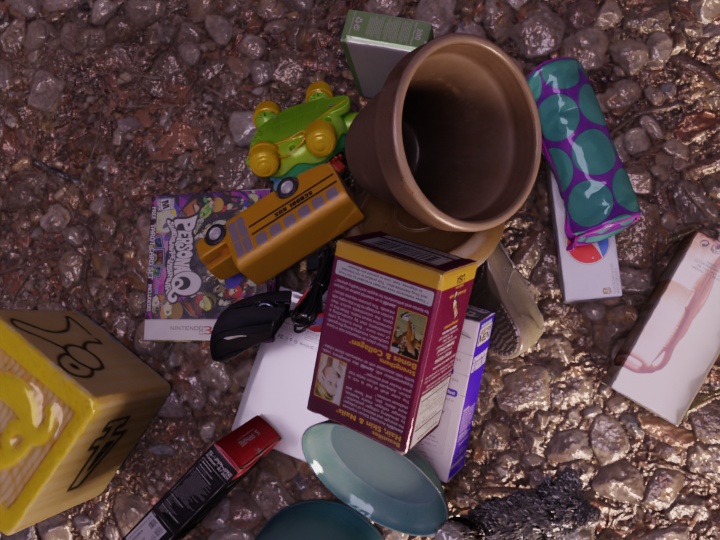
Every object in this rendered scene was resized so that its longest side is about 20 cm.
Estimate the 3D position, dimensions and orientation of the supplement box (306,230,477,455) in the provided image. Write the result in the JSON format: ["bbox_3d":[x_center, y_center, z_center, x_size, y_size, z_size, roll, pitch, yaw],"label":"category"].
[{"bbox_3d":[0.034,0.073,0.809,0.130,0.103,0.202,19,106,26],"label":"supplement box"}]

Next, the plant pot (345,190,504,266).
[{"bbox_3d":[0.075,-0.067,0.903,0.198,0.028,0.201,-8,52,10],"label":"plant pot"}]

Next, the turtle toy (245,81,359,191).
[{"bbox_3d":[-0.053,-0.163,0.943,0.198,0.101,0.146,-17,38,11],"label":"turtle toy"}]

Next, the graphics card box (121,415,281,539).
[{"bbox_3d":[-0.198,0.274,0.922,0.051,0.125,0.200,44,106,8],"label":"graphics card box"}]

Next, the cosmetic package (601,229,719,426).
[{"bbox_3d":[0.365,0.066,0.850,0.087,0.103,0.201,29,90,14],"label":"cosmetic package"}]

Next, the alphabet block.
[{"bbox_3d":[-0.400,0.178,0.946,0.195,0.200,0.197,34,93,12],"label":"alphabet block"}]

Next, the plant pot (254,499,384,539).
[{"bbox_3d":[-0.069,0.393,0.867,0.198,0.188,0.202,0,88,11],"label":"plant pot"}]

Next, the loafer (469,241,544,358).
[{"bbox_3d":[0.162,0.013,0.913,0.076,0.068,0.201,-41,60,44],"label":"loafer"}]

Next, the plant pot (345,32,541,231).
[{"bbox_3d":[0.070,-0.142,0.825,0.199,0.174,0.202,-2,93,-33],"label":"plant pot"}]

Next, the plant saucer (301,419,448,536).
[{"bbox_3d":[0.021,0.240,0.888,0.199,0.201,0.036,28,51,12],"label":"plant saucer"}]

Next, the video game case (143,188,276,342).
[{"bbox_3d":[-0.199,-0.005,0.991,0.180,0.036,0.202,-1,82,16],"label":"video game case"}]

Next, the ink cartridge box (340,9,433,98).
[{"bbox_3d":[0.084,-0.244,0.905,0.198,0.146,0.048,13,79,12],"label":"ink cartridge box"}]

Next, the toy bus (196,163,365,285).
[{"bbox_3d":[-0.099,-0.049,0.907,0.199,0.065,0.079,-32,57,7],"label":"toy bus"}]

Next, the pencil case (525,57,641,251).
[{"bbox_3d":[0.239,-0.130,0.834,0.092,0.085,0.201,-20,81,-6],"label":"pencil case"}]

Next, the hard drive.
[{"bbox_3d":[-0.076,0.137,0.972,0.131,0.026,0.202,19,90,12],"label":"hard drive"}]

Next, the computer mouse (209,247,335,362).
[{"bbox_3d":[-0.109,0.032,0.892,0.199,0.141,0.046,-23,119,41],"label":"computer mouse"}]

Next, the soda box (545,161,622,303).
[{"bbox_3d":[0.267,-0.063,0.898,0.067,0.064,0.202,-6,84,11],"label":"soda box"}]

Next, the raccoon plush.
[{"bbox_3d":[0.187,0.286,0.830,0.134,0.200,0.097,-37,69,21],"label":"raccoon plush"}]

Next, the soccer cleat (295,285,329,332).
[{"bbox_3d":[0.000,0.000,0.928,0.200,0.077,0.067,-41,75,-6],"label":"soccer cleat"}]

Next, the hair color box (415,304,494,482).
[{"bbox_3d":[0.084,0.134,0.887,0.109,0.065,0.202,17,107,26],"label":"hair color box"}]
